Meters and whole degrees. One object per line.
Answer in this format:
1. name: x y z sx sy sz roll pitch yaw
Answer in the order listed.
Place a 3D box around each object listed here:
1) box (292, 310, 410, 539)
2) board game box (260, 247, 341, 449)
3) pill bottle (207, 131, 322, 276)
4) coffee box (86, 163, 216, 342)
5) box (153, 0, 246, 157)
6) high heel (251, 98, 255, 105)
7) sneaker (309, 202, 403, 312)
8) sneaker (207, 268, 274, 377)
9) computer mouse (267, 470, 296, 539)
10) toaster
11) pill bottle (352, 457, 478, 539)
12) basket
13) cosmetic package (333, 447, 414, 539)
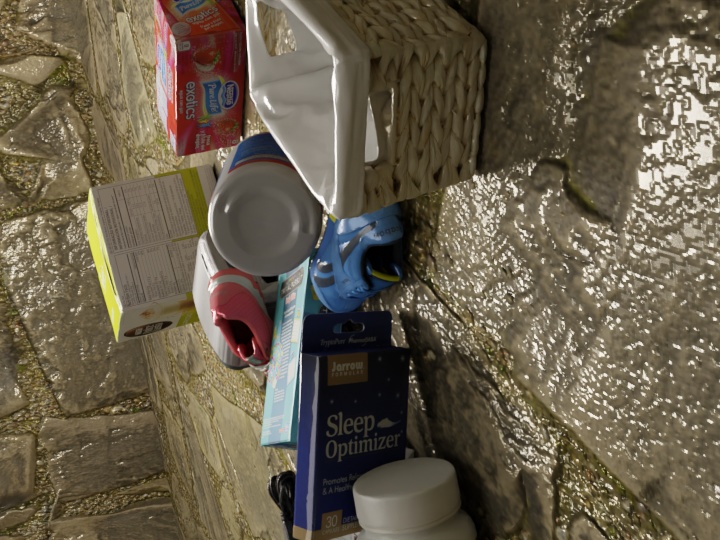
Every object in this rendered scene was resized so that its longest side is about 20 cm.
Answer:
1. box: -0.006 0.141 0.979 0.032 0.120 0.204 4 93 45
2. board game box: -0.062 0.091 1.158 0.151 0.046 0.203 149 129 -70
3. pill bottle: -0.092 -0.079 1.080 0.200 0.110 0.114 -93 -3 -69
4. coffee box: -0.312 -0.024 1.662 0.200 0.195 0.203 132 122 -67
5. box: -0.208 -0.257 1.363 0.201 0.094 0.100 101 148 -50
6. high heel: -0.062 -0.139 1.065 0.199 0.066 0.098 -157 66 -63
7. sneaker: 0.000 0.000 0.996 0.079 0.065 0.201 62 157 25
8. sneaker: -0.120 0.094 1.262 0.201 0.073 0.087 51 -158 -29
9. computer mouse: -0.042 0.266 1.224 0.111 0.043 0.200 70 -162 3
10. toaster: -0.149 0.032 1.370 0.130 0.112 0.201 99 152 -44
11. pill bottle: 0.057 0.281 0.951 0.114 0.112 0.203 -171 69 -69
12. basket: -0.001 -0.153 0.805 0.201 0.122 0.137 -126 30 -46
13. cosmetic package: 0.008 0.260 1.120 0.082 0.051 0.202 18 130 23
